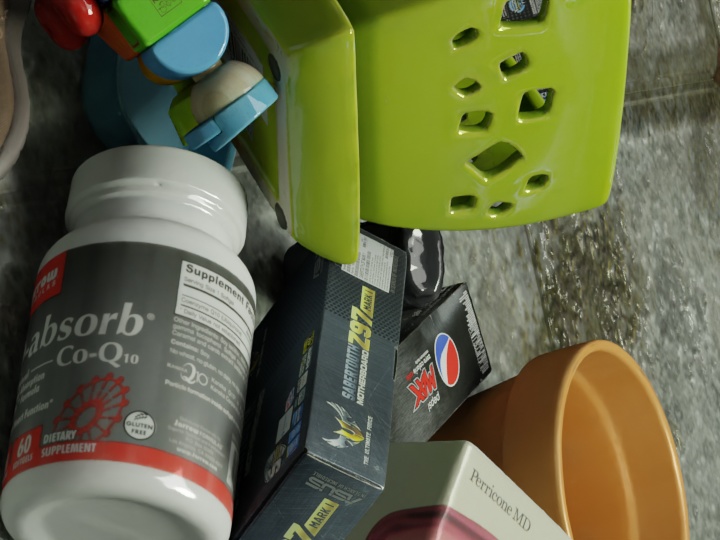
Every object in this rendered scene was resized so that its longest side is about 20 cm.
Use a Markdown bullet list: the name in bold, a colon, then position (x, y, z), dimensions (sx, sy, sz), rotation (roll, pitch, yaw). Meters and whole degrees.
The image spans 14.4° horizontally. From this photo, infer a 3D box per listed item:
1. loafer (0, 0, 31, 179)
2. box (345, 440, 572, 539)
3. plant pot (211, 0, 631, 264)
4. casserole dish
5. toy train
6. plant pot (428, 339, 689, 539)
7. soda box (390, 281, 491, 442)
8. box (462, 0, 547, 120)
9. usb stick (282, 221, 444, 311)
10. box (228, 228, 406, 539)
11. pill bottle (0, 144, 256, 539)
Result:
- **loafer**: position (-0.207, -0.109, 1.392), dimensions (0.071, 0.073, 0.200), rotation (45, 32, -41)
- **box**: position (0.020, 0.206, 1.505), dimensions (0.128, 0.109, 0.200), rotation (44, 55, -37)
- **plant pot**: position (0.014, -0.135, 1.500), dimensions (0.199, 0.181, 0.200), rotation (89, -24, -48)
- **casserole dish**: position (-0.109, -0.123, 1.612), dimensions (0.121, 0.039, 0.200), rotation (51, 38, -42)
- **toy train**: position (-0.104, -0.114, 1.471), dimensions (0.116, 0.085, 0.200), rotation (55, -10, -6)
- **plant pot**: position (0.107, 0.153, 1.805), dimensions (0.200, 0.140, 0.200), rotation (32, 52, -54)
- **soda box**: position (0.010, 0.073, 1.724), dimensions (0.200, 0.071, 0.063), rotation (-40, 114, -60)
- **box**: position (0.056, -0.185, 1.821), dimensions (0.044, 0.160, 0.200), rotation (-34, 109, -60)
- **usb stick**: position (0.000, 0.000, 1.639), dimensions (0.033, 0.200, 0.056), rotation (-2, 87, -21)
- **box**: position (-0.039, 0.090, 1.499), dimensions (0.051, 0.158, 0.200), rotation (26, 35, -13)
- **pill bottle**: position (-0.114, 0.045, 1.450), dimensions (0.116, 0.116, 0.200), rotation (45, 41, -47)
